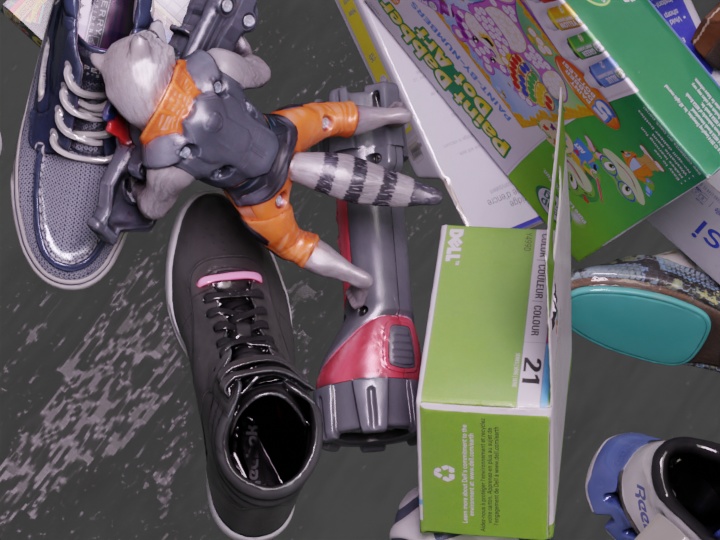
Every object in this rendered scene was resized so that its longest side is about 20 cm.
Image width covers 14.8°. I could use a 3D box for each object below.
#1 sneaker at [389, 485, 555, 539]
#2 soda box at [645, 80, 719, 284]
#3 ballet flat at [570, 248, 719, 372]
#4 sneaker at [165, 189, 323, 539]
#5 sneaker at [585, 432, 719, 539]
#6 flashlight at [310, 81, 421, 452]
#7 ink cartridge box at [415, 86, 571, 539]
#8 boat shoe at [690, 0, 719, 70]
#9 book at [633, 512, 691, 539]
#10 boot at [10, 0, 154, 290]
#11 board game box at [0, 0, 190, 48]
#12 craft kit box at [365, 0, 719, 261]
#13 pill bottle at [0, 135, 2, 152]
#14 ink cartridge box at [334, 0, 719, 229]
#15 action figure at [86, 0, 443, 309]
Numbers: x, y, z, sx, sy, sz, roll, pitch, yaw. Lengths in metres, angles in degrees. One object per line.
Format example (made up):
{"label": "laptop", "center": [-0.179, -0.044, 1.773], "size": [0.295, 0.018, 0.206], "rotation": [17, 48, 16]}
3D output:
{"label": "sneaker", "center": [0.097, 0.212, 1.539], "size": [0.199, 0.079, 0.130], "rotation": [24, 74, -10]}
{"label": "soda box", "center": [0.247, -0.011, 1.576], "size": [0.200, 0.068, 0.063], "rotation": [41, 58, 5]}
{"label": "ballet flat", "center": [0.205, 0.023, 1.626], "size": [0.200, 0.074, 0.074], "rotation": [18, 74, -13]}
{"label": "sneaker", "center": [-0.059, 0.044, 1.520], "size": [0.071, 0.099, 0.200], "rotation": [-6, 78, -15]}
{"label": "sneaker", "center": [0.222, 0.163, 1.565], "size": [0.199, 0.115, 0.081], "rotation": [42, 71, -4]}
{"label": "flashlight", "center": [0.000, 0.000, 1.569], "size": [0.068, 0.068, 0.200], "rotation": [-6, 74, 2]}
{"label": "ink cartridge box", "center": [0.072, 0.022, 1.482], "size": [0.076, 0.200, 0.148], "rotation": [2, 41, 8]}
{"label": "boat shoe", "center": [0.254, -0.192, 1.673], "size": [0.074, 0.076, 0.200], "rotation": [42, 53, 8]}
{"label": "book", "center": [0.185, 0.243, 1.519], "size": [0.134, 0.048, 0.200], "rotation": [-47, 119, 0]}
{"label": "boot", "center": [-0.151, -0.089, 1.512], "size": [0.073, 0.090, 0.200], "rotation": [5, 88, -6]}
{"label": "board game box", "center": [-0.100, -0.186, 1.581], "size": [0.105, 0.023, 0.200], "rotation": [41, 82, -2]}
{"label": "craft kit box", "center": [0.103, -0.113, 1.505], "size": [0.048, 0.198, 0.200], "rotation": [-39, 90, -17]}
{"label": "pill bottle", "center": [-0.291, -0.028, 1.461], "size": [0.116, 0.116, 0.200], "rotation": [40, 71, -4]}
{"label": "ink cartridge box", "center": [0.103, -0.133, 1.637], "size": [0.197, 0.047, 0.200], "rotation": [-22, 87, -21]}
{"label": "action figure", "center": [-0.051, -0.091, 1.476], "size": [0.193, 0.105, 0.200], "rotation": [21, 87, -32]}
